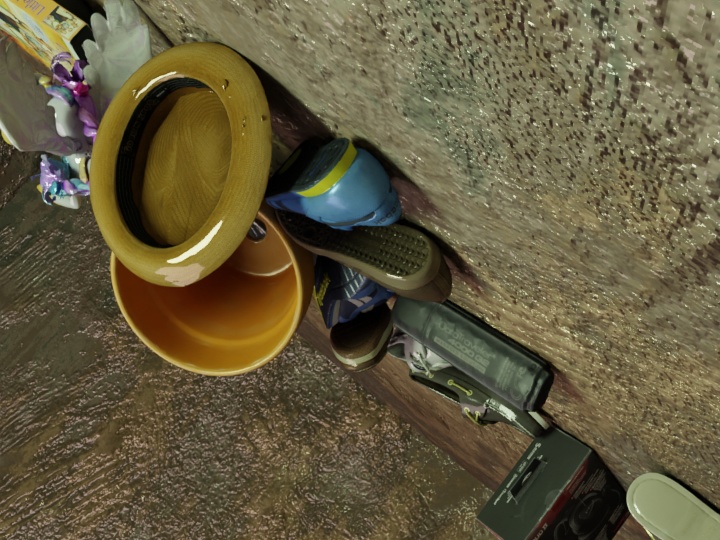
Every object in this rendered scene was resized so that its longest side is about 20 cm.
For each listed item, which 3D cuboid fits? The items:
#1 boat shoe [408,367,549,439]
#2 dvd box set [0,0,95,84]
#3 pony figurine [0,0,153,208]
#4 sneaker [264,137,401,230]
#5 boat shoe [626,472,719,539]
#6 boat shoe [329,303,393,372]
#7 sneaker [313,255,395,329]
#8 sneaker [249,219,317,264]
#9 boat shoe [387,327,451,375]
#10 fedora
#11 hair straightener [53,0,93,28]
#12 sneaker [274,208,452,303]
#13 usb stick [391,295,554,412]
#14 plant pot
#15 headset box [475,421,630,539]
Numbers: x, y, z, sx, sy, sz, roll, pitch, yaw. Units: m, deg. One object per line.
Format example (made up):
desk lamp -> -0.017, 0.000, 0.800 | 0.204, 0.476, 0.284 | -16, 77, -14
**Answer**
boat shoe -> 0.144, 0.158, 1.135 | 0.201, 0.061, 0.072 | 32, 169, 41
dvd box set -> -0.341, -0.257, 0.977 | 0.200, 0.029, 0.146 | 35, 167, 18
pony figurine -> -0.268, -0.139, 0.850 | 0.199, 0.166, 0.194 | 15, 128, 47
sneaker -> -0.026, -0.063, 0.756 | 0.078, 0.066, 0.200 | 39, 172, -20
boat shoe -> 0.342, 0.273, 0.866 | 0.200, 0.072, 0.060 | 40, 178, 27
boat shoe -> 0.012, 0.076, 1.060 | 0.202, 0.074, 0.075 | -81, -28, -68
sneaker -> 0.000, 0.000, 0.957 | 0.200, 0.082, 0.074 | 125, 128, -69
sneaker -> -0.090, -0.041, 1.127 | 0.200, 0.071, 0.099 | 46, 173, 2
boat shoe -> 0.084, 0.090, 1.035 | 0.073, 0.067, 0.200 | 41, 171, -9
fedora -> -0.135, -0.084, 0.760 | 0.200, 0.201, 0.082 | 35, -169, 28
hair straightener -> -0.284, -0.244, 0.994 | 0.200, 0.041, 0.077 | 53, 165, -32
sneaker -> 0.000, -0.022, 0.829 | 0.200, 0.071, 0.076 | 34, 170, 38
usb stick -> 0.107, 0.073, 0.913 | 0.033, 0.056, 0.200 | 8, -161, -47
plant pot -> -0.133, -0.018, 0.967 | 0.200, 0.200, 0.183 | 41, -157, -4
headset box -> 0.241, 0.294, 1.122 | 0.077, 0.149, 0.200 | 29, 167, 47
